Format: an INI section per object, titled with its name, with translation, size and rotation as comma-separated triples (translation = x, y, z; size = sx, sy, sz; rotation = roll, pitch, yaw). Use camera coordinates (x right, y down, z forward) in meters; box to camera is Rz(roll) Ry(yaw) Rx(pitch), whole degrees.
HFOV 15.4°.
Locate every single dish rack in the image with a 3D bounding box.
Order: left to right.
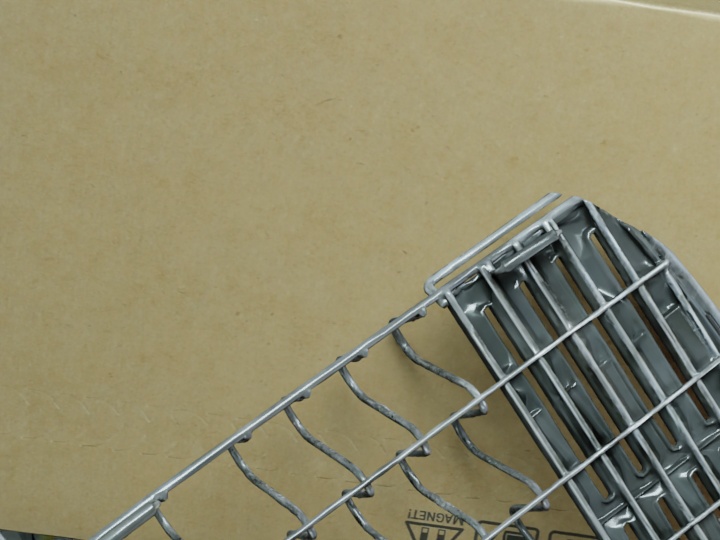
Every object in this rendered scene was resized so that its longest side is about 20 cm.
[dish rack]
translation = 0.014, 0.083, 0.621
size = 0.200, 0.055, 0.154
rotation = -35, 101, -12

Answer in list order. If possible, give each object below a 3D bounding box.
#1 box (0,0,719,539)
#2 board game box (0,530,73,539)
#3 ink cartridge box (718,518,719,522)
[box]
translation = 0.000, 0.000, 0.648
size = 0.199, 0.021, 0.164
rotation = 8, 113, -4
[board game box]
translation = -0.113, 0.116, 0.745
size = 0.200, 0.034, 0.135
rotation = 38, 86, -14
[ink cartridge box]
translation = 0.144, 0.091, 0.673
size = 0.161, 0.200, 0.050
rotation = 40, 52, 18
